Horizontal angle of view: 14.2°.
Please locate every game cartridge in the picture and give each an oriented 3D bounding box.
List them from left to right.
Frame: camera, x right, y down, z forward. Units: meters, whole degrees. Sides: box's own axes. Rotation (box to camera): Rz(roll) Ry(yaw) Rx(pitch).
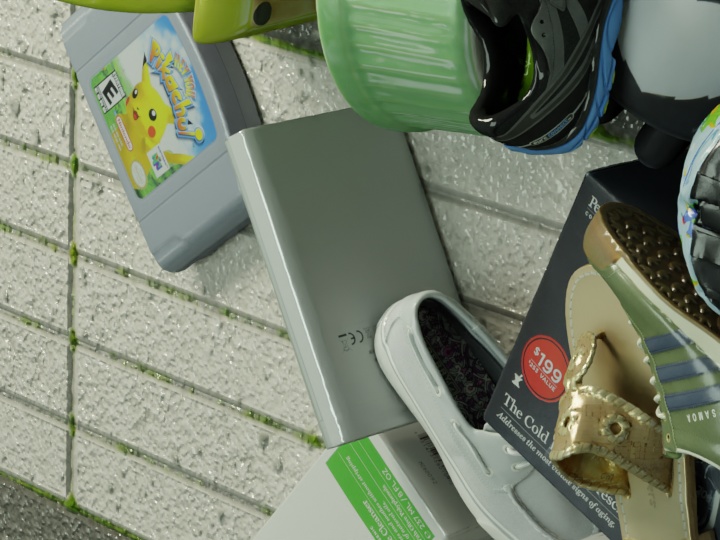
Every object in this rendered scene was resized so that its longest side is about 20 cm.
[{"bbox_3d":[-0.131,-0.114,1.989,0.133,0.040,0.201,-34,75,42],"label":"game cartridge"}]

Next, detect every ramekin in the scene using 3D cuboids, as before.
[{"bbox_3d":[0.074,-0.169,1.638,0.097,0.199,0.201,15,112,36],"label":"ramekin"}]

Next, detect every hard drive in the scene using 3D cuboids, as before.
[{"bbox_3d":[0.000,0.000,1.804,0.026,0.131,0.201,-25,82,48],"label":"hard drive"}]

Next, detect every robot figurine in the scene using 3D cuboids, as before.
[{"bbox_3d":[0.192,-0.149,1.560,0.125,0.149,0.200,-99,30,-43],"label":"robot figurine"}]

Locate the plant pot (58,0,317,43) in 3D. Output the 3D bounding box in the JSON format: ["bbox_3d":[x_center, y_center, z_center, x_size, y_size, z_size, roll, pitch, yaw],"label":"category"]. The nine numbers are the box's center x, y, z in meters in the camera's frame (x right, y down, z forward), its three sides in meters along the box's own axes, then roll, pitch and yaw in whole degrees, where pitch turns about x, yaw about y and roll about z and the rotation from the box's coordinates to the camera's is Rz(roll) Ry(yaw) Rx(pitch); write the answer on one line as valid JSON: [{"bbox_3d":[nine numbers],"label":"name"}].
[{"bbox_3d":[-0.079,-0.252,1.782,0.181,0.199,0.200,26,118,34],"label":"plant pot"}]

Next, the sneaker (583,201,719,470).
[{"bbox_3d":[0.176,0.059,1.523,0.200,0.067,0.090,45,122,26],"label":"sneaker"}]

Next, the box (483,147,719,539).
[{"bbox_3d":[0.193,0.064,1.634,0.200,0.104,0.183,42,127,31],"label":"box"}]

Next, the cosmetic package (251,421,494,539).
[{"bbox_3d":[0.008,0.175,1.878,0.108,0.085,0.200,54,132,19],"label":"cosmetic package"}]

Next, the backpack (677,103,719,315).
[{"bbox_3d":[0.261,-0.024,1.486,0.154,0.198,0.164,-98,12,-65],"label":"backpack"}]

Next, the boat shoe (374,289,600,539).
[{"bbox_3d":[0.087,0.095,1.753,0.201,0.072,0.069,58,158,4],"label":"boat shoe"}]

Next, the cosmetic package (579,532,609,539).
[{"bbox_3d":[0.127,0.188,1.666,0.082,0.199,0.051,-4,97,47],"label":"cosmetic package"}]

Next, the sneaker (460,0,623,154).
[{"bbox_3d":[0.097,-0.159,1.523,0.071,0.082,0.201,23,110,54],"label":"sneaker"}]

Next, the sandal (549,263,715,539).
[{"bbox_3d":[0.138,0.103,1.574,0.077,0.069,0.213,-16,89,48],"label":"sandal"}]
